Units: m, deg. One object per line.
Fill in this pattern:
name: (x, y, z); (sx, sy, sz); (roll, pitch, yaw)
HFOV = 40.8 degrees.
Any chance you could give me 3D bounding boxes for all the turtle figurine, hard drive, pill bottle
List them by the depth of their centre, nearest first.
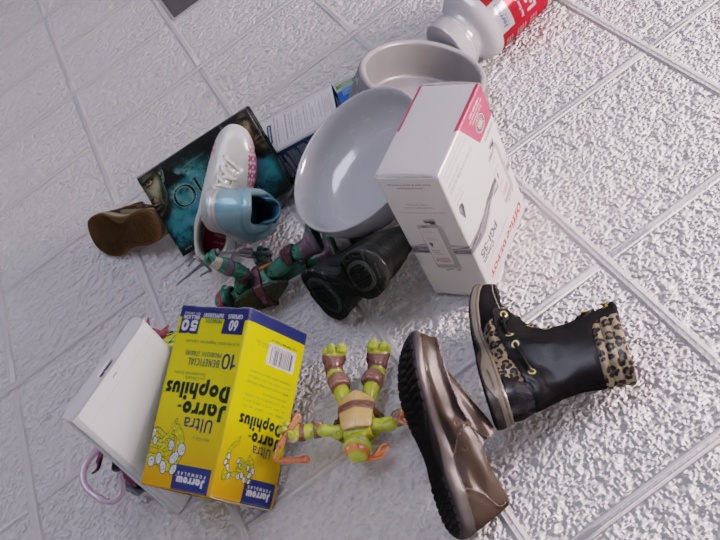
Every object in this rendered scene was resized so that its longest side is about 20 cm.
turtle figurine: (0.006, 0.149, 1.049); (0.197, 0.065, 0.163); (-14, 39, 12)
hard drive: (-0.230, 0.167, 1.089); (0.026, 0.201, 0.133); (9, 56, 39)
turtle figurine: (-0.132, 0.001, 1.267); (0.197, 0.102, 0.150); (-23, 1, 12)
pill bottle: (0.191, -0.382, 1.393); (0.200, 0.113, 0.112); (-45, 41, -10)

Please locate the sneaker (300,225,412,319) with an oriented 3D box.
sneaker: (0.000, 0.000, 1.167); (0.091, 0.076, 0.199); (-40, 11, -31)

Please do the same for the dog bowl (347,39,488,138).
dog bowl: (0.081, -0.243, 1.302); (0.196, 0.059, 0.202); (4, 42, -3)

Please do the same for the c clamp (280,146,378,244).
c clamp: (-0.023, -0.108, 1.304); (0.200, 0.027, 0.172); (46, 116, 42)

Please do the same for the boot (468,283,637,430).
boot: (0.191, 0.069, 0.991); (0.148, 0.074, 0.201); (-16, 30, 11)

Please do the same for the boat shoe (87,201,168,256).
boat shoe: (-0.352, -0.072, 1.522); (0.198, 0.073, 0.072); (-9, 15, 43)

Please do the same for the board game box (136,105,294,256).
board game box: (-0.211, -0.129, 1.411); (0.198, 0.136, 0.028); (-30, 7, 12)

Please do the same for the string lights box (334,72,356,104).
string lights box: (0.033, -0.215, 1.383); (0.102, 0.059, 0.202); (-26, 42, 10)

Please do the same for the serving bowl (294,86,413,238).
serving bowl: (0.012, -0.124, 1.194); (0.198, 0.066, 0.203); (-23, 52, 32)

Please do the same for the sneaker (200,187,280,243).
sneaker: (-0.137, -0.072, 1.298); (0.081, 0.200, 0.075); (3, 94, 18)

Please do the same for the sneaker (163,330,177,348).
sneaker: (-0.189, 0.092, 1.232); (0.197, 0.076, 0.077); (-12, 45, 24)

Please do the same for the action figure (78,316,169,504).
action figure: (-0.276, 0.152, 1.151); (0.132, 0.148, 0.203); (18, 104, 22)

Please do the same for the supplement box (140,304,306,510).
supplement box: (-0.149, 0.151, 1.072); (0.107, 0.109, 0.203); (0, 72, 35)

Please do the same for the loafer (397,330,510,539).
loafer: (0.090, 0.154, 0.944); (0.070, 0.073, 0.203); (-12, 78, -18)

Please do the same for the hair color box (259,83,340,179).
hair color box: (-0.111, -0.189, 1.459); (0.198, 0.061, 0.101); (-25, 41, 12)

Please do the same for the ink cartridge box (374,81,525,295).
ink cartridge box: (0.109, -0.090, 1.102); (0.082, 0.201, 0.148); (4, 53, 32)

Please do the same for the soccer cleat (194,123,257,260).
soccer cleat: (-0.189, -0.103, 1.350); (0.069, 0.086, 0.204); (11, 96, 5)
